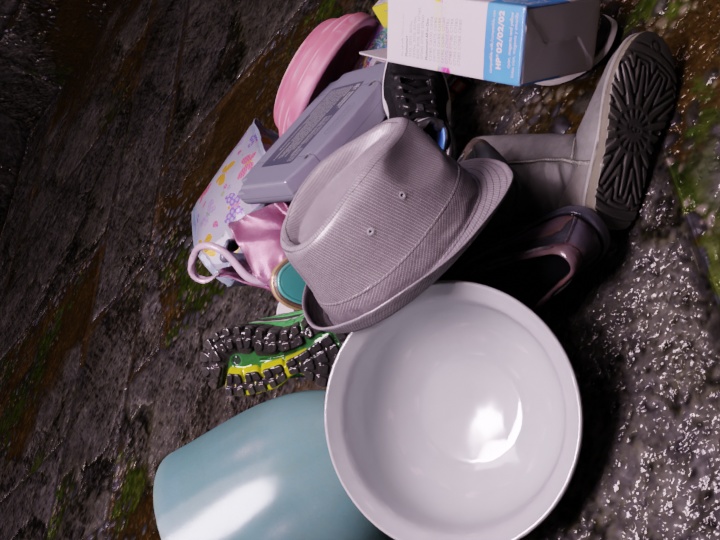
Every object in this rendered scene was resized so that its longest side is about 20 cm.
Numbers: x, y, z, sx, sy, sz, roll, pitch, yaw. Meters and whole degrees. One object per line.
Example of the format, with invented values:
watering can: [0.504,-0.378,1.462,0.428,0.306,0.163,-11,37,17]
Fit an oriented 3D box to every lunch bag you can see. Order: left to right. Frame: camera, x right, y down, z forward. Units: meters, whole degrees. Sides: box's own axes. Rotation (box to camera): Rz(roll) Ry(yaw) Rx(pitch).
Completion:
lunch bag: [-0.135,-0.080,1.187,0.170,0.127,0.200,-53,22,14]

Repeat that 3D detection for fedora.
fedora: [0.012,-0.049,0.697,0.200,0.090,0.177,-44,24,-4]

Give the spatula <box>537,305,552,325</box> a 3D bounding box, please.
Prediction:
spatula: [0.101,0.110,0.770,0.201,0.020,0.057,-53,36,11]

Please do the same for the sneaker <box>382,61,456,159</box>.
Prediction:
sneaker: [0.065,-0.153,0.892,0.112,0.072,0.202,111,156,-78]

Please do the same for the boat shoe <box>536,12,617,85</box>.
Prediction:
boat shoe: [0.166,-0.231,0.890,0.200,0.060,0.074,21,82,59]

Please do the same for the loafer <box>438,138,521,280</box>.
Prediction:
loafer: [0.087,-0.027,0.820,0.063,0.071,0.201,-106,31,-44]

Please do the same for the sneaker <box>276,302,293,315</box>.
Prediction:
sneaker: [-0.017,0.064,0.874,0.199,0.081,0.077,26,93,39]

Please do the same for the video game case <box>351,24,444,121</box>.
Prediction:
video game case: [0.016,-0.187,1.050,0.201,0.024,0.182,-61,30,7]

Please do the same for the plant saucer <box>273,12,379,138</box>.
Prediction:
plant saucer: [-0.047,-0.235,1.126,0.201,0.051,0.201,-57,-9,-14]

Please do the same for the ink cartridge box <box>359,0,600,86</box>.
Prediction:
ink cartridge box: [0.103,-0.225,0.827,0.199,0.115,0.069,22,121,41]

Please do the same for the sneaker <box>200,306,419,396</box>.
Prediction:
sneaker: [-0.037,0.060,0.790,0.198,0.085,0.079,-5,98,16]

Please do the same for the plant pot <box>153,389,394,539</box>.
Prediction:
plant pot: [-0.053,0.200,0.782,0.160,0.201,0.201,-37,37,13]

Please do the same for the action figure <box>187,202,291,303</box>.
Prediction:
action figure: [-0.073,0.014,0.982,0.201,0.148,0.134,53,144,20]

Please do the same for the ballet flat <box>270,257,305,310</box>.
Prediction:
ballet flat: [0.000,0.000,0.877,0.063,0.198,0.069,-11,92,67]

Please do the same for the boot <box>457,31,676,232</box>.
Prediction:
boot: [0.171,-0.113,0.798,0.200,0.072,0.183,8,75,65]

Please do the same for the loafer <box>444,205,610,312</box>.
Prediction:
loafer: [0.117,0.015,0.745,0.200,0.072,0.063,-40,3,43]

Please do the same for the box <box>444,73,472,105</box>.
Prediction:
box: [0.040,-0.190,1.078,0.200,0.040,0.137,-49,34,25]

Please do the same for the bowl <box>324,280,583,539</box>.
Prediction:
bowl: [0.079,0.111,0.700,0.199,0.090,0.203,-2,85,22]

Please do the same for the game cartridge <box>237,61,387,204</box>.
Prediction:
game cartridge: [-0.039,-0.149,0.982,0.133,0.042,0.200,7,51,52]

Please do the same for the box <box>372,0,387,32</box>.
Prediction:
box: [0.120,-0.326,0.995,0.199,0.048,0.118,0,46,49]
